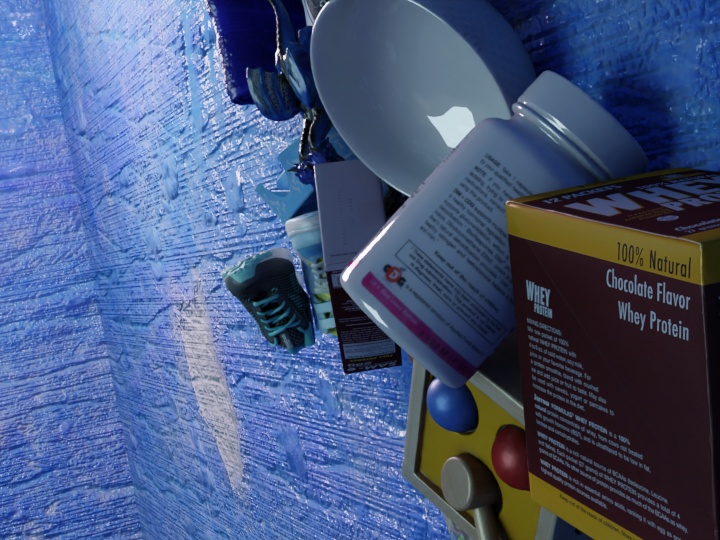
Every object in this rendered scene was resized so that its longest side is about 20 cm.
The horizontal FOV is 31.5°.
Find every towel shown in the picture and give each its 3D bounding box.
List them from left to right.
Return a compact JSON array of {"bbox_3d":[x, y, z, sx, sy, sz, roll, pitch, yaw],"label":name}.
[{"bbox_3d":[-0.096,-0.265,1.332,0.049,0.147,0.201,-25,75,38],"label":"towel"}]

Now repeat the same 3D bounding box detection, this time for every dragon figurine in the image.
[{"bbox_3d":[-0.061,-0.172,1.147,0.059,0.099,0.200,-20,106,36],"label":"dragon figurine"}]

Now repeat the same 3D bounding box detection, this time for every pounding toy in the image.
[{"bbox_3d":[0.114,0.153,0.944,0.184,0.142,0.200,38,137,37],"label":"pounding toy"}]

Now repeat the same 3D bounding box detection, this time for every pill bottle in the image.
[{"bbox_3d":[0.091,-0.029,0.857,0.113,0.200,0.113,42,-177,-3],"label":"pill bottle"}]

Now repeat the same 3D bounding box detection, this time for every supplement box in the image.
[{"bbox_3d":[0.000,0.000,1.164,0.200,0.061,0.109,83,180,-59],"label":"supplement box"},{"bbox_3d":[0.195,0.055,0.739,0.197,0.132,0.201,-158,59,-66],"label":"supplement box"}]

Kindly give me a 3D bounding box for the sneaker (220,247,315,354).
[{"bbox_3d":[-0.086,0.037,1.360,0.091,0.077,0.200,67,-173,17],"label":"sneaker"}]

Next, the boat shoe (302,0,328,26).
[{"bbox_3d":[-0.020,-0.279,1.207,0.091,0.071,0.201,104,148,-48],"label":"boat shoe"}]

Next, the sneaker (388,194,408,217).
[{"bbox_3d":[0.076,0.018,1.094,0.077,0.084,0.200,116,138,-58],"label":"sneaker"}]

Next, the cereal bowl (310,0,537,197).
[{"bbox_3d":[0.061,-0.150,0.999,0.200,0.083,0.200,31,147,23],"label":"cereal bowl"}]

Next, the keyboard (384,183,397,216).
[{"bbox_3d":[0.040,-0.026,1.254,0.200,0.021,0.127,114,139,-55],"label":"keyboard"}]

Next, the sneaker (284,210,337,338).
[{"bbox_3d":[-0.024,0.005,1.326,0.200,0.079,0.131,68,-174,-83],"label":"sneaker"}]

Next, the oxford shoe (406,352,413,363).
[{"bbox_3d":[0.071,0.006,0.994,0.071,0.071,0.200,35,127,31],"label":"oxford shoe"}]

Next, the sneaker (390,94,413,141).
[{"bbox_3d":[0.000,-0.206,1.129,0.200,0.060,0.104,43,113,28],"label":"sneaker"}]

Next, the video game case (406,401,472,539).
[{"bbox_3d":[0.102,0.199,1.212,0.143,0.018,0.201,124,131,-63],"label":"video game case"}]

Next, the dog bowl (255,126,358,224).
[{"bbox_3d":[-0.037,-0.102,1.298,0.050,0.111,0.200,62,157,5],"label":"dog bowl"}]
